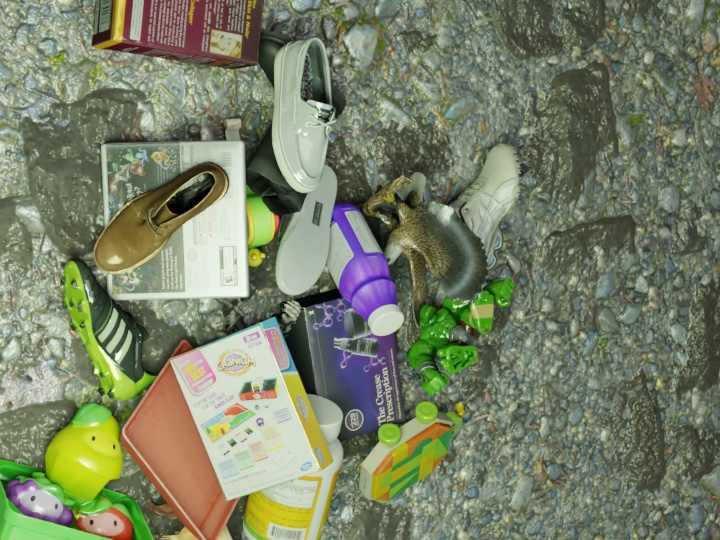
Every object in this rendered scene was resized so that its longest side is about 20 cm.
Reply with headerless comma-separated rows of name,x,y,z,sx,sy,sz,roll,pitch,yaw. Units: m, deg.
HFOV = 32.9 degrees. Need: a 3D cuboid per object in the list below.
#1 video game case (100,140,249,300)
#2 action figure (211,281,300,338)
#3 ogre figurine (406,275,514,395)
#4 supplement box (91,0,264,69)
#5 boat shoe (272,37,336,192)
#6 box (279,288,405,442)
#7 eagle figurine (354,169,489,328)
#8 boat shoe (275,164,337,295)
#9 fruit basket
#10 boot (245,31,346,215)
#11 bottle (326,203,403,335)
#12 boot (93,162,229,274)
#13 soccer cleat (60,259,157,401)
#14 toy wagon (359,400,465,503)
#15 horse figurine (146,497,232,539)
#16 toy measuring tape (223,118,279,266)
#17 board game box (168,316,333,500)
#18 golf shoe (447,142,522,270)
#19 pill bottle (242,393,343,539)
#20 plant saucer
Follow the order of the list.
video game case,-0.235,-0.064,1.552,0.181,0.023,0.201,-1,96,1
action figure,-0.148,0.073,1.624,0.119,0.102,0.200,-39,110,-31
ogre figurine,0.134,0.092,1.787,0.098,0.120,0.200,24,80,-26
supplement box,-0.230,-0.326,1.549,0.200,0.086,0.111,5,91,-31
boat shoe,-0.068,-0.203,1.561,0.070,0.071,0.201,3,79,-40
box,-0.024,0.130,1.719,0.141,0.079,0.200,-14,101,-27
eagle figurine,0.079,-0.034,1.728,0.151,0.152,0.200,-41,98,3
boat shoe,-0.079,-0.052,1.646,0.069,0.057,0.200,31,59,-29
fruit basket,-0.347,0.274,1.501,0.215,0.155,0.216,-9,114,-22
boot,-0.111,-0.195,1.614,0.165,0.066,0.200,39,59,-26
bottle,0.000,0.000,1.654,0.065,0.200,0.084,-5,137,-26
boot,-0.254,-0.065,1.504,0.200,0.075,0.074,-37,95,5
soccer cleat,-0.319,0.069,1.543,0.081,0.067,0.200,-30,116,-32
toy wagon,0.083,0.255,1.767,0.200,0.040,0.155,-28,144,-27
horse figurine,-0.200,0.371,1.606,0.132,0.050,0.200,-34,104,20
toy measuring tape,-0.149,-0.104,1.627,0.073,0.074,0.200,-10,100,-30
board game box,-0.140,0.178,1.552,0.040,0.153,0.200,-24,92,-64
golf shoe,0.179,-0.102,1.828,0.097,0.078,0.200,14,85,-26
pill bottle,-0.086,0.271,1.634,0.111,0.111,0.200,1,115,-32
plant saucer,-0.222,0.224,1.576,0.200,0.037,0.200,56,31,-20
